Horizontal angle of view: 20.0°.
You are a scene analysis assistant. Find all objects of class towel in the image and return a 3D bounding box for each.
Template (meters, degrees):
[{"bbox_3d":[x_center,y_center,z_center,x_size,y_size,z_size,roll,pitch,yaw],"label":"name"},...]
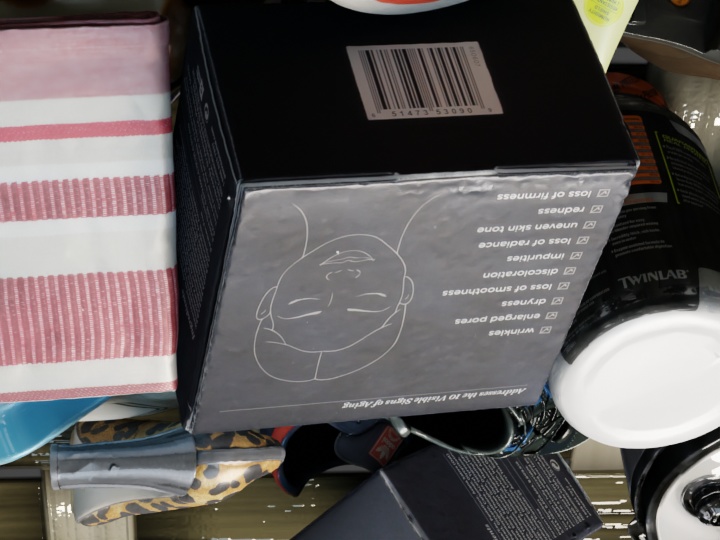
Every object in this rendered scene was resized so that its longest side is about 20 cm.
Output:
[{"bbox_3d":[-0.161,-0.027,0.989,0.143,0.023,0.201,-3,117,-7],"label":"towel"}]

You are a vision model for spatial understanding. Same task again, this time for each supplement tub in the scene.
[{"bbox_3d":[0.150,-0.011,1.153,0.122,0.201,0.123,-5,137,-4],"label":"supplement tub"}]

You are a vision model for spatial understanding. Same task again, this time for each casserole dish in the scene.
[{"bbox_3d":[-0.174,0.047,1.208,0.199,0.039,0.121,-35,159,7],"label":"casserole dish"}]

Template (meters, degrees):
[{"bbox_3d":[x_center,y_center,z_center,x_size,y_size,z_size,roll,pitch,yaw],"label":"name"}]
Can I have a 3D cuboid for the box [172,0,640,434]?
[{"bbox_3d":[0.009,-0.026,1.029,0.199,0.124,0.197,-3,141,-16],"label":"box"}]

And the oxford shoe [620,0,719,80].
[{"bbox_3d":[0.145,-0.148,1.107,0.199,0.073,0.084,26,167,-8],"label":"oxford shoe"}]

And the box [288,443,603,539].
[{"bbox_3d":[0.042,0.185,1.344,0.148,0.105,0.200,-40,167,30],"label":"box"}]

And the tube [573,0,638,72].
[{"bbox_3d":[0.137,-0.191,1.029,0.052,0.058,0.201,14,114,-44],"label":"tube"}]

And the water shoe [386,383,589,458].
[{"bbox_3d":[0.081,0.093,1.272,0.199,0.079,0.072,14,115,-34],"label":"water shoe"}]

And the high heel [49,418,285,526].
[{"bbox_3d":[-0.118,0.126,1.316,0.141,0.072,0.200,-3,175,-1],"label":"high heel"}]

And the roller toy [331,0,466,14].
[{"bbox_3d":[0.044,-0.205,0.929,0.182,0.140,0.200,-25,165,14],"label":"roller toy"}]

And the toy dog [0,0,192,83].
[{"bbox_3d":[-0.173,-0.111,1.039,0.139,0.195,0.200,36,130,-20],"label":"toy dog"}]

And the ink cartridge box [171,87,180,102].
[{"bbox_3d":[-0.183,-0.007,1.136,0.200,0.198,0.043,-34,102,26],"label":"ink cartridge box"}]

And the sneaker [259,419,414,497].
[{"bbox_3d":[0.023,0.088,1.329,0.199,0.085,0.075,-28,131,22],"label":"sneaker"}]

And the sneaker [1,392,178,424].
[{"bbox_3d":[-0.179,0.064,1.302,0.199,0.072,0.072,-4,170,10],"label":"sneaker"}]

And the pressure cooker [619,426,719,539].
[{"bbox_3d":[0.238,0.099,1.228,0.177,0.201,0.176,-14,133,8],"label":"pressure cooker"}]

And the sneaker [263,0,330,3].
[{"bbox_3d":[-0.011,-0.131,1.079,0.079,0.078,0.201,18,113,-24],"label":"sneaker"}]
